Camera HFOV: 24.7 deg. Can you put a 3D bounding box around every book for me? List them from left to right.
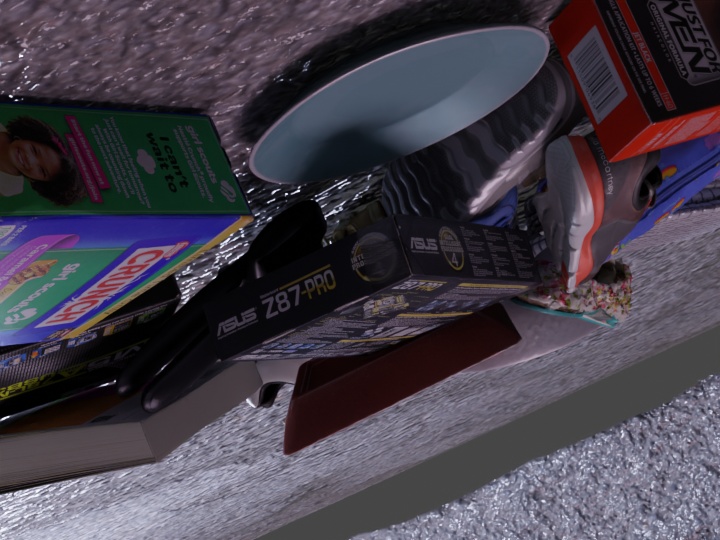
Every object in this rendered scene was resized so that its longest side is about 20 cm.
[{"bbox_3d":[-0.189,0.112,1.246,0.199,0.048,0.133,-13,-168,37],"label":"book"}]

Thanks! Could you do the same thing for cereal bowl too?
[{"bbox_3d":[0.131,0.018,1.508,0.199,0.084,0.200,-17,-168,4],"label":"cereal bowl"}]

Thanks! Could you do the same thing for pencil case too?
[{"bbox_3d":[0.232,-0.081,1.272,0.199,0.078,0.087,-32,-158,-22],"label":"pencil case"}]

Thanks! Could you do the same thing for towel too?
[{"bbox_3d":[0.252,-0.072,1.417,0.199,0.086,0.165,-11,171,-25],"label":"towel"}]

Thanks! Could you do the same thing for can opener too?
[{"bbox_3d":[-0.100,0.027,1.188,0.200,0.063,0.079,-42,132,-22],"label":"can opener"}]

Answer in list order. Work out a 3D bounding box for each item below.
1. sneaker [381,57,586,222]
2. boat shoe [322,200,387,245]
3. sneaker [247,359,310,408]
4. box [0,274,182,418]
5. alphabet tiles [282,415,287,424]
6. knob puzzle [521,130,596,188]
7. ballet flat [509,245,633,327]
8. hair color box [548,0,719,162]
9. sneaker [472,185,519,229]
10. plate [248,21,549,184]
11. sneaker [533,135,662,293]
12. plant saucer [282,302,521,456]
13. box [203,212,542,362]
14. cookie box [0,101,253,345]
[{"bbox_3d":[0.093,-0.076,1.149,0.082,0.075,0.200,-8,161,-44],"label":"sneaker"},{"bbox_3d":[0.000,0.000,1.307,0.062,0.074,0.200,-23,168,-9],"label":"boat shoe"},{"bbox_3d":[-0.033,0.057,1.473,0.199,0.080,0.074,-30,163,22],"label":"sneaker"},{"bbox_3d":[-0.241,0.061,1.208,0.199,0.048,0.193,-18,164,-22],"label":"box"},{"bbox_3d":[0.007,0.060,1.498,0.200,0.006,0.166,-46,180,29],"label":"alphabet tiles"},{"bbox_3d":[0.188,-0.118,1.213,0.219,0.031,0.220,-32,180,0],"label":"knob puzzle"},{"bbox_3d":[0.169,0.006,1.320,0.075,0.064,0.200,17,-178,24],"label":"ballet flat"},{"bbox_3d":[0.230,-0.145,1.046,0.199,0.102,0.061,-17,166,-25],"label":"hair color box"},{"bbox_3d":[0.099,-0.035,1.287,0.076,0.077,0.200,-37,172,-5],"label":"sneaker"},{"bbox_3d":[0.021,-0.109,1.015,0.199,0.026,0.200,-21,166,-5],"label":"plate"},{"bbox_3d":[0.171,-0.042,1.138,0.081,0.077,0.200,-18,165,-4],"label":"sneaker"},{"bbox_3d":[0.025,0.070,1.312,0.199,0.037,0.200,-26,-174,3],"label":"plant saucer"},{"bbox_3d":[0.013,0.016,1.136,0.161,0.049,0.200,-22,167,29],"label":"box"},{"bbox_3d":[-0.188,-0.021,0.908,0.171,0.076,0.200,-32,165,32],"label":"cookie box"}]
